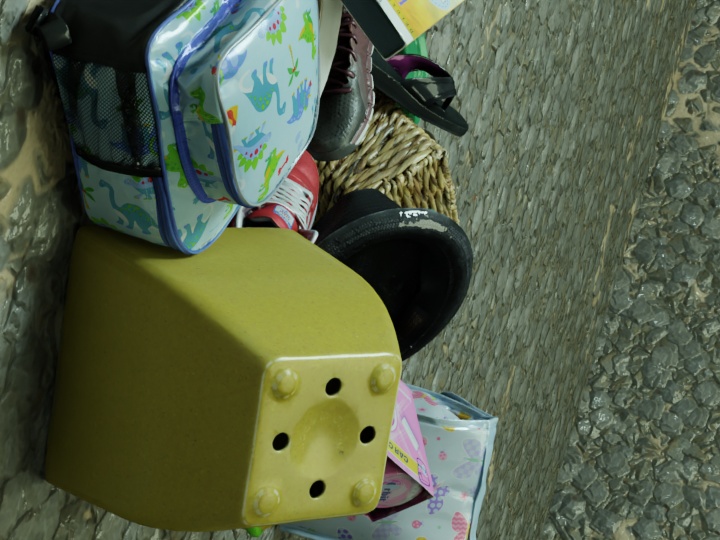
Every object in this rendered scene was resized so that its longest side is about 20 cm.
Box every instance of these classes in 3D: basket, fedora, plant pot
[{"bbox_3d":[0.000,-0.071,1.680,0.143,0.149,0.200,-36,149,-12],"label":"basket"},{"bbox_3d":[0.000,0.000,1.478,0.201,0.201,0.092,83,-15,-48],"label":"fedora"},{"bbox_3d":[-0.081,0.088,1.184,0.194,0.200,0.196,0,106,-38],"label":"plant pot"}]

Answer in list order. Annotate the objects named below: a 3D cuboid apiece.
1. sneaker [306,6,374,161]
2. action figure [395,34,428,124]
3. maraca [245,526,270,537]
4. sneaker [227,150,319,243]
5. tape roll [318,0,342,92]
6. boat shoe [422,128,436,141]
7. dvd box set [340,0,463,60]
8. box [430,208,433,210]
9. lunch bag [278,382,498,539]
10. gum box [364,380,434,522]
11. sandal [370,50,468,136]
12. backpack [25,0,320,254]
[{"bbox_3d":[-0.031,-0.204,1.489,0.116,0.076,0.200,57,38,-60],"label":"sneaker"},{"bbox_3d":[0.038,-0.205,1.713,0.118,0.055,0.200,-57,150,-52],"label":"action figure"},{"bbox_3d":[-0.093,0.132,1.460,0.137,0.107,0.200,-88,176,-71],"label":"maraca"},{"bbox_3d":[-0.068,-0.048,1.394,0.112,0.071,0.200,-53,-168,53],"label":"sneaker"},{"bbox_3d":[-0.080,-0.198,1.319,0.202,0.071,0.202,14,90,-73],"label":"tape roll"},{"bbox_3d":[0.047,-0.055,1.822,0.068,0.072,0.200,73,34,-56],"label":"boat shoe"},{"bbox_3d":[0.034,-0.264,1.303,0.146,0.029,0.200,54,44,-6],"label":"dvd box set"},{"bbox_3d":[-0.012,0.024,1.590,0.200,0.048,0.117,-18,133,-18],"label":"box"},{"bbox_3d":[0.034,0.206,1.756,0.127,0.200,0.170,-25,126,-68],"label":"lunch bag"},{"bbox_3d":[-0.018,0.115,1.426,0.200,0.066,0.114,46,25,-47],"label":"gum box"},{"bbox_3d":[0.051,-0.183,1.625,0.048,0.075,0.200,-49,140,13],"label":"sandal"},{"bbox_3d":[-0.114,-0.115,1.145,0.183,0.147,0.200,-57,157,-43],"label":"backpack"}]
